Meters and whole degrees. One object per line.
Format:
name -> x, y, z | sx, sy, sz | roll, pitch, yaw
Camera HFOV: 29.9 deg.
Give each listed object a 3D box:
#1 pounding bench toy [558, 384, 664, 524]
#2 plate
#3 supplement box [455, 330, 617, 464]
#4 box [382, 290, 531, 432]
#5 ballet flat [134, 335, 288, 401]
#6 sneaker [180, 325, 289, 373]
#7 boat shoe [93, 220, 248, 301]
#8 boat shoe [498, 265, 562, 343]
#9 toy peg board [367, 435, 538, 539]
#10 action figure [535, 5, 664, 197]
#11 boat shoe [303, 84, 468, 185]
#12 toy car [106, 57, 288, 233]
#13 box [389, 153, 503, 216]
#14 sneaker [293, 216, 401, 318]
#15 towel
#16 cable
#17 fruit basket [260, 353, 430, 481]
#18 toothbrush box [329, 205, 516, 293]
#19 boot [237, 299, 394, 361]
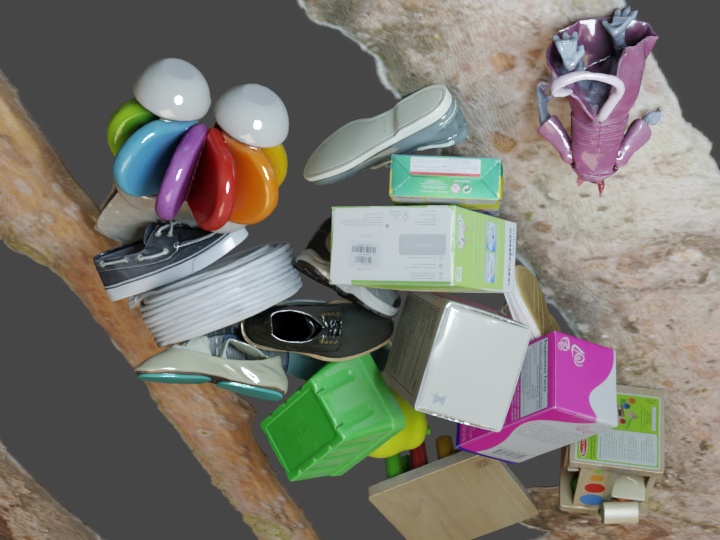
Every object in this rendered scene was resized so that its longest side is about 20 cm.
pounding bench toy -> 0.335, 0.280, 1.818 | 0.122, 0.202, 0.157 | 6, 144, 5
plate -> -0.052, 0.089, 1.799 | 0.197, 0.026, 0.201 | 7, 145, 5
supplement box -> 0.215, 0.161, 1.669 | 0.100, 0.105, 0.199 | 18, 152, -28
box -> 0.110, 0.099, 1.594 | 0.108, 0.129, 0.200 | 17, -177, -11
ballet flat -> -0.177, 0.111, 1.615 | 0.198, 0.070, 0.069 | 13, 147, -31
sneaker -> -0.171, 0.110, 1.725 | 0.086, 0.076, 0.199 | -1, 172, 29
boat shoe -> -0.228, -0.027, 1.593 | 0.198, 0.072, 0.068 | -19, 106, 24
boat shoe -> 0.199, 0.067, 1.670 | 0.068, 0.071, 0.201 | -8, 142, 20
toy peg board -> 0.135, 0.313, 2.024 | 0.197, 0.099, 0.200 | -23, 136, 15
action figure -> 0.240, -0.147, 1.316 | 0.132, 0.150, 0.202 | -1, 130, 5
boat shoe -> 0.026, -0.129, 1.443 | 0.199, 0.073, 0.062 | -24, 129, 31
toy car -> -0.176, -0.110, 1.426 | 0.198, 0.151, 0.176 | 17, 128, -10
box -> 0.094, -0.087, 1.444 | 0.116, 0.049, 0.200 | 3, 175, 5
sneaker -> 0.000, 0.000, 1.625 | 0.073, 0.080, 0.200 | 23, 172, 34
towel -> -0.226, -0.080, 1.603 | 0.131, 0.035, 0.200 | 25, 140, -22
cable -> -0.165, 0.027, 1.605 | 0.198, 0.070, 0.200 | -23, -174, -21
fruit basket -> -0.004, 0.192, 1.823 | 0.214, 0.157, 0.216 | -29, 169, -6
toothbrush box -> 0.072, -0.021, 1.477 | 0.144, 0.087, 0.200 | 1, 179, 24
boot -> -0.038, 0.074, 1.637 | 0.197, 0.079, 0.138 | -4, 178, -18
